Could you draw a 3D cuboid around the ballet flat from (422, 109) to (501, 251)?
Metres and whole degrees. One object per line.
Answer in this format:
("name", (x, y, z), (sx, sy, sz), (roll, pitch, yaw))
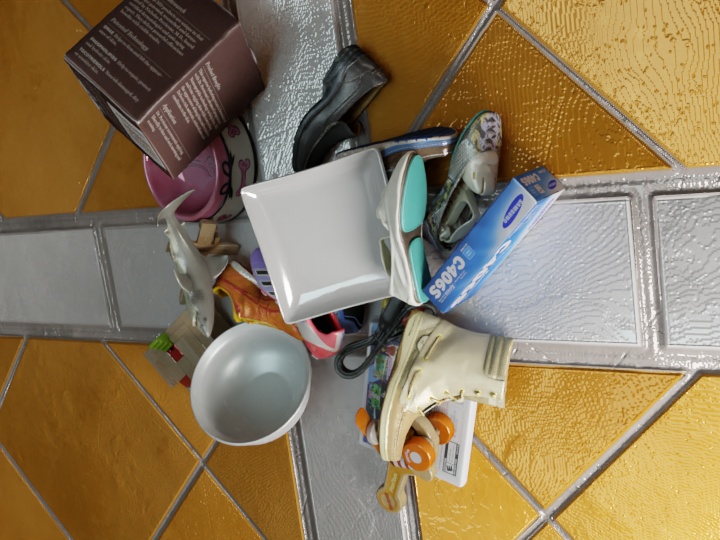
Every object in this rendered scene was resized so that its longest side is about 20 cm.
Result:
("ballet flat", (0.139, -0.104, 1.156), (0.072, 0.072, 0.202), (40, 127, 19))

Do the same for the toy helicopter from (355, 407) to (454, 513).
("toy helicopter", (0.048, 0.269, 1.301), (0.131, 0.079, 0.203), (26, 129, 20))

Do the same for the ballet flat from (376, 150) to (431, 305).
("ballet flat", (0.050, -0.052, 1.167), (0.068, 0.069, 0.204), (7, 112, 33))

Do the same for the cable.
("cable", (0.042, 0.081, 1.285), (0.096, 0.050, 0.202), (34, 115, 6))

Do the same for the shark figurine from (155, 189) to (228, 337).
("shark figurine", (-0.248, -0.023, 1.382), (0.128, 0.088, 0.218), (-132, 27, -69))

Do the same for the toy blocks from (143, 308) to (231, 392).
("toy blocks", (-0.267, 0.143, 1.509), (0.137, 0.100, 0.200), (48, 125, 0))

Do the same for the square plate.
("square plate", (-0.040, -0.045, 1.224), (0.196, 0.029, 0.202), (-15, 106, 11))

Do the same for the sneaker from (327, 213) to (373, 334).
("sneaker", (0.000, 0.000, 1.287), (0.076, 0.071, 0.204), (-3, 119, 5))

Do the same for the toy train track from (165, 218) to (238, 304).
("toy train track", (-0.265, -0.018, 1.469), (0.201, 0.112, 0.033), (116, 148, -44))

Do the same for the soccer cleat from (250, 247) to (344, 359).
("soccer cleat", (-0.088, 0.035, 1.307), (0.201, 0.066, 0.077), (54, 145, 17))

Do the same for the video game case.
("video game case", (0.083, 0.189, 1.310), (0.180, 0.023, 0.204), (17, 113, 30))

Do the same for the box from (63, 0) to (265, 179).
("box", (-0.270, -0.278, 1.283), (0.164, 0.166, 0.200), (39, 77, 19))

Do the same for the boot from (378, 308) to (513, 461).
("boot", (0.112, 0.166, 1.192), (0.152, 0.073, 0.204), (14, 77, 11))

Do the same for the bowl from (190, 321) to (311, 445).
("bowl", (-0.156, 0.187, 1.410), (0.197, 0.091, 0.205), (-9, 59, 14))

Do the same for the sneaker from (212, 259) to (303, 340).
("sneaker", (-0.149, 0.061, 1.395), (0.199, 0.073, 0.078), (32, 84, 34))

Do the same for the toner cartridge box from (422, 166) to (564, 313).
("toner cartridge box", (0.166, -0.037, 1.143), (0.043, 0.095, 0.201), (45, 124, 14))

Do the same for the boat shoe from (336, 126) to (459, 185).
("boat shoe", (0.056, -0.142, 1.213), (0.198, 0.072, 0.074), (-5, 105, 46))

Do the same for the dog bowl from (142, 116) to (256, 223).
("dog bowl", (-0.259, -0.167, 1.417), (0.197, 0.073, 0.204), (11, 110, 32))

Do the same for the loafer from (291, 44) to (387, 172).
("loafer", (-0.033, -0.205, 1.251), (0.072, 0.073, 0.202), (39, 123, 14))
